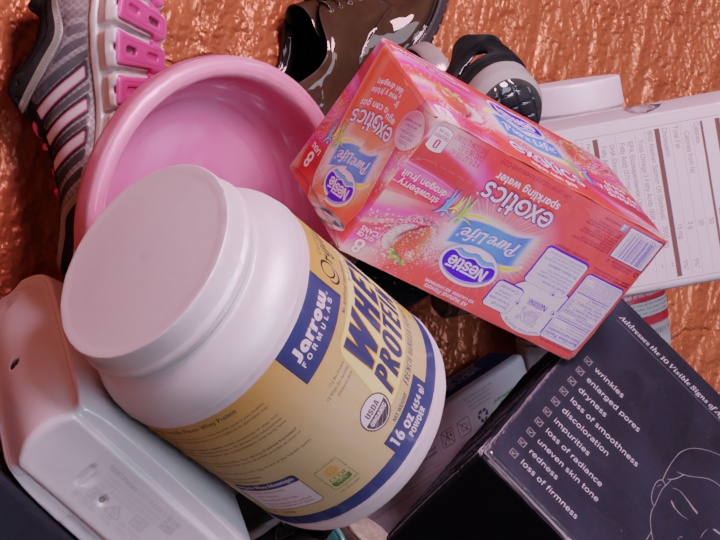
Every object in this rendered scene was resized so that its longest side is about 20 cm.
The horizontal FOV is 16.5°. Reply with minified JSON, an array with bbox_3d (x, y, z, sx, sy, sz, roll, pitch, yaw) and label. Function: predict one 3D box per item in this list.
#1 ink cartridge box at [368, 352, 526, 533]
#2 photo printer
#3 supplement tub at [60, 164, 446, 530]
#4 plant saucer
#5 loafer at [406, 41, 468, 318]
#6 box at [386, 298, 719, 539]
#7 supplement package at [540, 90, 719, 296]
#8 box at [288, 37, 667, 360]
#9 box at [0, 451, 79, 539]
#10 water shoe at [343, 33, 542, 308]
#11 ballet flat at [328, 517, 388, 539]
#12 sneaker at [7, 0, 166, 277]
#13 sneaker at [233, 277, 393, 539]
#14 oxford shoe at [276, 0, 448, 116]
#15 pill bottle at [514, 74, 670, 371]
[{"bbox_3d":[0.064,0.188,1.737,0.199,0.040,0.201,-29,109,-36],"label":"ink cartridge box"},{"bbox_3d":[-0.147,0.095,1.471,0.069,0.200,0.166,-41,118,7],"label":"photo printer"},{"bbox_3d":[-0.060,0.043,1.407,0.200,0.144,0.145,40,65,-40],"label":"supplement tub"},{"bbox_3d":[-0.096,-0.029,1.493,0.200,0.051,0.202,-8,103,-41],"label":"plant saucer"},{"bbox_3d":[0.036,-0.053,1.657,0.063,0.072,0.201,-22,122,-21],"label":"loafer"},{"bbox_3d":[0.157,0.157,1.558,0.200,0.124,0.197,45,44,1],"label":"box"},{"bbox_3d":[0.178,-0.047,1.652,0.198,0.117,0.118,-10,95,1],"label":"supplement package"},{"bbox_3d":[0.071,-0.039,1.486,0.199,0.095,0.103,25,111,-36],"label":"box"},{"bbox_3d":[-0.235,0.181,1.414,0.148,0.107,0.200,-45,120,-5],"label":"box"},{"bbox_3d":[0.044,-0.058,1.580,0.071,0.079,0.200,24,115,-34],"label":"water shoe"},{"bbox_3d":[0.008,0.197,1.607,0.062,0.200,0.068,-1,118,-47],"label":"ballet flat"},{"bbox_3d":[-0.171,-0.088,1.518,0.074,0.087,0.202,-6,101,-60],"label":"sneaker"},{"bbox_3d":[-0.027,0.109,1.558,0.075,0.116,0.201,22,113,-33],"label":"sneaker"},{"bbox_3d":[-0.003,-0.164,1.664,0.084,0.072,0.201,47,62,-28],"label":"oxford shoe"},{"bbox_3d":[0.155,-0.034,1.769,0.112,0.112,0.202,-13,98,-39],"label":"pill bottle"}]
